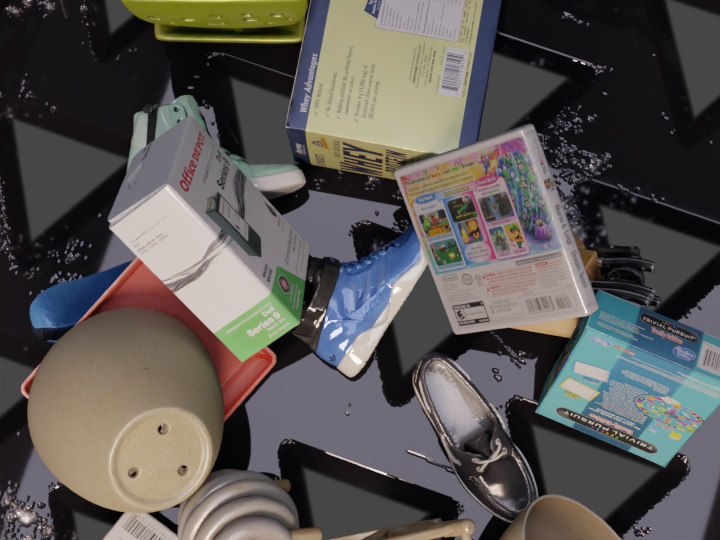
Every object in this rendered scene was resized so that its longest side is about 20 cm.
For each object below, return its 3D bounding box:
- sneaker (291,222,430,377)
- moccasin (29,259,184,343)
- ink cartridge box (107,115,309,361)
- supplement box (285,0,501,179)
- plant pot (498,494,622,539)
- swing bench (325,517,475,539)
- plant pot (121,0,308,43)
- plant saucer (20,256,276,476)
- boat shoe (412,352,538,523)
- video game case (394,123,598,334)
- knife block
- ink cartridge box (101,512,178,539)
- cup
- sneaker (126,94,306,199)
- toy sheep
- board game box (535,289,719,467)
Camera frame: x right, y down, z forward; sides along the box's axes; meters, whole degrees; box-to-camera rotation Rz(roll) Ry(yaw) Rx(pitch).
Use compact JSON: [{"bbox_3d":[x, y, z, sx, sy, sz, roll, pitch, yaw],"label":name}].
[{"bbox_3d":[0.000,0.000,1.337,0.110,0.077,0.202,33,89,-3],"label":"sneaker"},{"bbox_3d":[-0.256,0.031,1.338,0.197,0.068,0.082,-6,66,-23],"label":"moccasin"},{"bbox_3d":[-0.147,-0.033,1.264,0.083,0.147,0.200,-32,117,22],"label":"ink cartridge box"},{"bbox_3d":[0.037,-0.211,1.342,0.196,0.134,0.204,10,80,2],"label":"supplement box"},{"bbox_3d":[0.188,0.344,1.240,0.134,0.200,0.201,-43,81,30],"label":"plant pot"},{"bbox_3d":[0.051,0.353,1.224,0.127,0.200,0.203,-9,81,-9],"label":"swing bench"},{"bbox_3d":[-0.145,-0.351,1.345,0.196,0.182,0.203,1,80,2],"label":"plant pot"},{"bbox_3d":[-0.219,0.101,1.302,0.200,0.037,0.200,-48,120,-5],"label":"plant saucer"},{"bbox_3d":[0.122,0.175,1.315,0.073,0.060,0.202,-29,81,-5],"label":"boat shoe"},{"bbox_3d":[0.128,-0.034,1.226,0.023,0.199,0.185,-25,97,-35],"label":"video game case"},{"bbox_3d":[0.201,0.029,1.284,0.197,0.176,0.065,-20,123,-2],"label":"knife block"},{"bbox_3d":[-0.203,0.360,1.255,0.199,0.045,0.177,35,48,6],"label":"ink cartridge box"},{"bbox_3d":[-0.212,0.154,1.220,0.197,0.143,0.204,-8,109,-24],"label":"cup"},{"bbox_3d":[-0.158,-0.135,1.363,0.197,0.074,0.121,-1,84,2],"label":"sneaker"},{"bbox_3d":[-0.120,0.263,1.260,0.136,0.200,0.140,-9,113,-23],"label":"toy sheep"},{"bbox_3d":[0.273,0.112,1.252,0.149,0.201,0.047,23,60,5],"label":"board game box"}]
